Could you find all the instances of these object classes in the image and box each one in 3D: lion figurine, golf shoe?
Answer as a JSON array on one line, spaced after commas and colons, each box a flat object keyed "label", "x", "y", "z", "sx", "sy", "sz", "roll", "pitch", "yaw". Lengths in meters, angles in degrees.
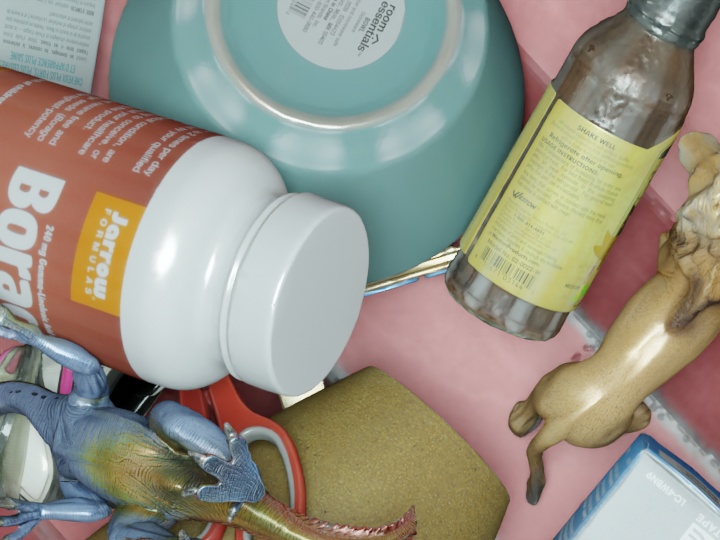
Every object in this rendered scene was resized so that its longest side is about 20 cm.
[{"label": "lion figurine", "x": 0.132, "y": 0.030, "z": 1.244, "sx": 0.072, "sy": 0.122, "sz": 0.201, "roll": 33, "pitch": 94, "yaw": 5}, {"label": "golf shoe", "x": -0.116, "y": 0.024, "z": 1.269, "sx": 0.092, "sy": 0.073, "sz": 0.201, "roll": 9, "pitch": 68, "yaw": 20}]

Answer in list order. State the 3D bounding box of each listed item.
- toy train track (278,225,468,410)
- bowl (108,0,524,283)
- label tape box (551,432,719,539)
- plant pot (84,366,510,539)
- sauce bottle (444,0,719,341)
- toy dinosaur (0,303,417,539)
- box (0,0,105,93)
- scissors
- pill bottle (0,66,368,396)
[{"label": "toy train track", "x": 0.000, "y": 0.000, "z": 1.302, "sx": 0.199, "sy": 0.033, "sz": 0.115, "roll": -16, "pitch": 87, "yaw": 5}, {"label": "bowl", "x": -0.017, "y": -0.102, "z": 1.239, "sx": 0.199, "sy": 0.105, "sz": 0.202, "roll": 1, "pitch": 74, "yaw": -4}, {"label": "label tape box", "x": 0.091, "y": 0.172, "z": 1.237, "sx": 0.066, "sy": 0.143, "sz": 0.200, "roll": 37, "pitch": 93, "yaw": 5}, {"label": "plant pot", "x": -0.031, "y": 0.147, "z": 1.244, "sx": 0.186, "sy": 0.186, "sz": 0.200, "roll": 43, "pitch": 82, "yaw": 4}, {"label": "sauce bottle", "x": 0.110, "y": -0.063, "z": 1.222, "sx": 0.065, "sy": 0.065, "sz": 0.201, "roll": 32, "pitch": 110, "yaw": 5}, {"label": "toy dinosaur", "x": -0.109, "y": 0.092, "z": 1.161, "sx": 0.199, "sy": 0.181, "sz": 0.105, "roll": 26, "pitch": 89, "yaw": -27}, {"label": "box", "x": -0.175, "y": -0.072, "z": 1.290, "sx": 0.049, "sy": 0.082, "sz": 0.201, "roll": 10, "pitch": 91, "yaw": 34}, {"label": "scissors", "x": -0.066, "y": 0.043, "z": 1.212, "sx": 0.073, "sy": 0.014, "sz": 0.201, "roll": -10, "pitch": 60, "yaw": 7}, {"label": "pill bottle", "x": -0.102, "y": -0.014, "z": 1.175, "sx": 0.199, "sy": 0.112, "sz": 0.113, "roll": 18, "pitch": 92, "yaw": 25}]
